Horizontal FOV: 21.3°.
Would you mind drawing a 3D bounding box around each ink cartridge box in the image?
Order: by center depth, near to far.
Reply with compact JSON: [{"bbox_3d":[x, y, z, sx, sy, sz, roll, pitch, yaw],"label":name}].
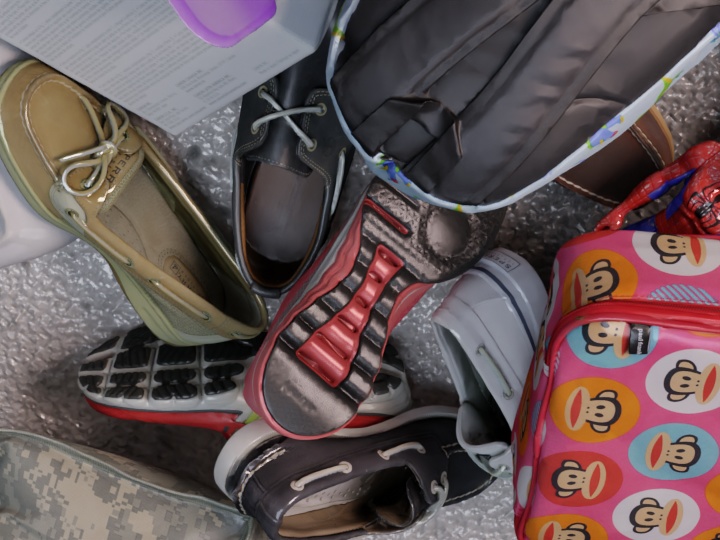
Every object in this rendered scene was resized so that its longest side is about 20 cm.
[{"bbox_3d":[-0.132,-0.150,0.939,0.199,0.048,0.160,30,155,-23],"label":"ink cartridge box"}]

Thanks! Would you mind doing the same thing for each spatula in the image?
[{"bbox_3d":[-0.023,-0.165,0.901,0.057,0.200,0.021,54,146,-5],"label":"spatula"}]

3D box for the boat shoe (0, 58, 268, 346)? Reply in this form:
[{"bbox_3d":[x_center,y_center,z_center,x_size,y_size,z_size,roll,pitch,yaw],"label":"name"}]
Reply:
[{"bbox_3d":[-0.123,-0.035,1.041,0.063,0.073,0.201,-2,132,43],"label":"boat shoe"}]

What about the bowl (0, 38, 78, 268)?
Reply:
[{"bbox_3d":[-0.260,-0.074,1.061,0.198,0.075,0.201,-12,117,19],"label":"bowl"}]

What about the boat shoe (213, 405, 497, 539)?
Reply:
[{"bbox_3d":[0.012,0.118,1.069,0.199,0.060,0.074,7,120,-43],"label":"boat shoe"}]

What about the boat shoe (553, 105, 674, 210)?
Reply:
[{"bbox_3d":[0.081,-0.093,0.987,0.199,0.071,0.070,36,120,-12],"label":"boat shoe"}]

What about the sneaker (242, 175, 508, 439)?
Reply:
[{"bbox_3d":[0.000,0.000,1.026,0.074,0.087,0.201,43,74,-15],"label":"sneaker"}]

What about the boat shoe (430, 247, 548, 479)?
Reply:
[{"bbox_3d":[0.081,0.081,1.069,0.073,0.067,0.201,25,144,51],"label":"boat shoe"}]

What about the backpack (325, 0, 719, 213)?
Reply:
[{"bbox_3d":[0.074,-0.118,0.877,0.163,0.154,0.201,40,85,-8],"label":"backpack"}]

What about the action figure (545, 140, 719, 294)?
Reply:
[{"bbox_3d":[0.154,-0.009,0.988,0.066,0.051,0.200,54,141,10],"label":"action figure"}]

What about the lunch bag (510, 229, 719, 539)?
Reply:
[{"bbox_3d":[0.170,0.072,0.960,0.174,0.082,0.201,5,135,-1],"label":"lunch bag"}]

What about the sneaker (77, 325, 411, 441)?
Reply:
[{"bbox_3d":[-0.069,0.084,1.118,0.198,0.077,0.086,5,126,9],"label":"sneaker"}]

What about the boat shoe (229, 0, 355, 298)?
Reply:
[{"bbox_3d":[-0.031,-0.080,1.018,0.071,0.068,0.202,14,120,4],"label":"boat shoe"}]

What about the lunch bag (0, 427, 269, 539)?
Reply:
[{"bbox_3d":[-0.157,0.163,1.119,0.198,0.164,0.119,20,80,8],"label":"lunch bag"}]
